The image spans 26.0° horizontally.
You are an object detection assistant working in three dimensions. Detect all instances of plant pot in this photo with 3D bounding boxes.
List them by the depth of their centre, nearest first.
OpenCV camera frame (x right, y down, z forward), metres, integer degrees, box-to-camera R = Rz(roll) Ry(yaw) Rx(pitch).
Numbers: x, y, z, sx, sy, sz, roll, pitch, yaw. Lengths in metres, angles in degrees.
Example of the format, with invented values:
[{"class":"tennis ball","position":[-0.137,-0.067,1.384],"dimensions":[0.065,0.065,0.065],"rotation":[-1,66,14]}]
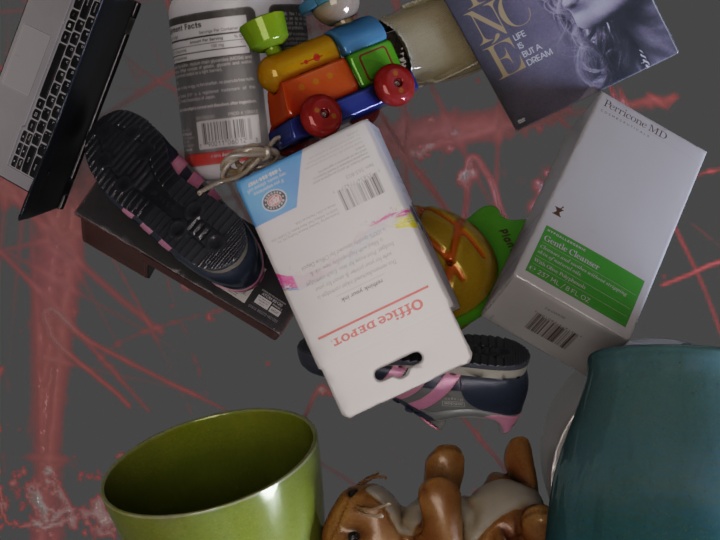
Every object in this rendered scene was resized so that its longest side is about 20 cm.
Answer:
[{"class":"plant pot","position":[0.228,0.153,1.130],"dimensions":[0.199,0.200,0.189],"rotation":[2,80,5]},{"class":"plant pot","position":[-0.104,0.248,1.329],"dimensions":[0.186,0.187,0.201],"rotation":[-11,109,6]}]

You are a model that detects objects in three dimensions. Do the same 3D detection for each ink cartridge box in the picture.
[{"class":"ink cartridge box","position":[0.000,0.000,1.202],"dimensions":[0.115,0.068,0.201],"rotation":[-25,84,7]}]

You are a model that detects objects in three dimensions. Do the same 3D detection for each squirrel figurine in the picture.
[{"class":"squirrel figurine","position":[0.064,0.248,1.297],"dimensions":[0.186,0.142,0.201],"rotation":[-7,118,-1]}]

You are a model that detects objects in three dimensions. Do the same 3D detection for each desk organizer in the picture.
[{"class":"desk organizer","position":[-0.139,-0.015,1.333],"dimensions":[0.199,0.077,0.072],"rotation":[31,71,2]}]

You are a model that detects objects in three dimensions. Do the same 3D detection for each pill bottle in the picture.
[{"class":"pill bottle","position":[-0.099,-0.179,1.305],"dimensions":[0.115,0.116,0.201],"rotation":[-5,94,6]}]

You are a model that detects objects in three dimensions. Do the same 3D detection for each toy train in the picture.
[{"class":"toy train","position":[-0.063,-0.149,1.219],"dimensions":[0.199,0.085,0.116],"rotation":[-25,91,-25]}]

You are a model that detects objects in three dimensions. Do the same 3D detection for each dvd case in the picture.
[{"class":"dvd case","position":[0.144,-0.227,1.246],"dimensions":[0.148,0.016,0.200],"rotation":[-25,110,19]}]

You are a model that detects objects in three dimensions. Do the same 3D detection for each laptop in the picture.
[{"class":"laptop","position":[-0.268,-0.154,1.283],"dimensions":[0.200,0.116,0.188],"rotation":[27,98,34]}]

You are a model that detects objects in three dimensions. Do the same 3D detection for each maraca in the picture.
[{"class":"maraca","position":[0.062,-0.001,1.297],"dimensions":[0.199,0.137,0.107],"rotation":[-13,139,-14]}]

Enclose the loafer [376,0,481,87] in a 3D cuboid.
[{"class":"loafer","position":[0.050,-0.188,1.313],"dimensions":[0.199,0.068,0.076],"rotation":[-23,94,8]}]

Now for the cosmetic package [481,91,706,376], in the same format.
[{"class":"cosmetic package","position":[0.189,-0.030,1.256],"dimensions":[0.107,0.085,0.200],"rotation":[28,61,-2]}]

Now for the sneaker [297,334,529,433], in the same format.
[{"class":"sneaker","position":[0.043,0.098,1.335],"dimensions":[0.199,0.070,0.082],"rotation":[6,116,12]}]

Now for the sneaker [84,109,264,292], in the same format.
[{"class":"sneaker","position":[-0.152,-0.051,1.272],"dimensions":[0.070,0.082,0.200],"rotation":[-41,60,-3]}]

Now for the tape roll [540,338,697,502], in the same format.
[{"class":"tape roll","position":[0.251,0.163,1.288],"dimensions":[0.202,0.139,0.204],"rotation":[0,94,2]}]
